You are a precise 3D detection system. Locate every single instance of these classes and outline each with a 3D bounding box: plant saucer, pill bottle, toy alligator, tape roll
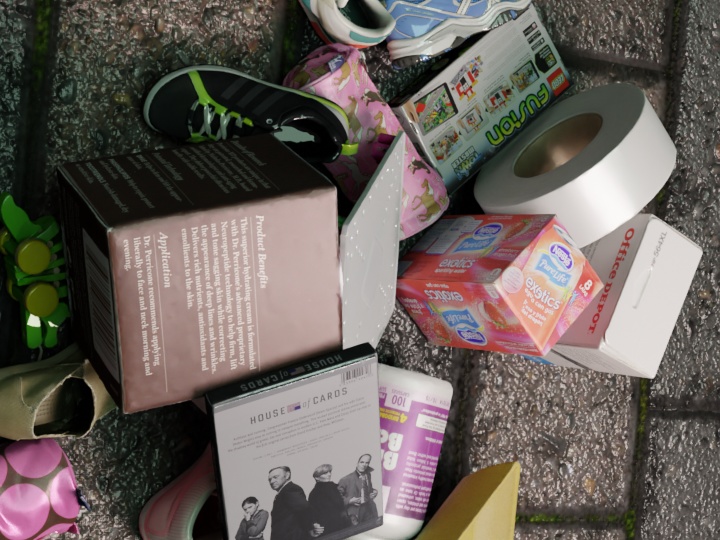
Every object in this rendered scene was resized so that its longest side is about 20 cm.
[{"bbox_3d":[0.084,0.303,1.607,0.200,0.048,0.201,-46,151,-33],"label":"plant saucer"},{"bbox_3d":[0.017,0.195,1.578,0.111,0.112,0.202,16,84,-31],"label":"pill bottle"},{"bbox_3d":[-0.275,0.022,1.415,0.054,0.059,0.202,-18,114,-25],"label":"toy alligator"},{"bbox_3d":[0.215,-0.102,1.633,0.202,0.202,0.071,-46,113,-21],"label":"tape roll"}]

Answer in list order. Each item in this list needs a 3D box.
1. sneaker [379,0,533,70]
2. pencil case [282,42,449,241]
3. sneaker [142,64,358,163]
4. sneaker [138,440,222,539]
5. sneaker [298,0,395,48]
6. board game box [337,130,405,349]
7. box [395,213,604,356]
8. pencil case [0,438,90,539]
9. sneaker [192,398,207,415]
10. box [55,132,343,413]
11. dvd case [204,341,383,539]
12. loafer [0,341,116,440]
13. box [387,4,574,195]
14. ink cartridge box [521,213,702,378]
[{"bbox_3d":[0.100,-0.270,1.617,0.199,0.075,0.078,-31,102,-36],"label":"sneaker"},{"bbox_3d":[0.006,-0.122,1.572,0.201,0.086,0.083,56,36,-22],"label":"pencil case"},{"bbox_3d":[-0.099,-0.137,1.468,0.198,0.083,0.072,6,115,-7],"label":"sneaker"},{"bbox_3d":[-0.111,0.190,1.504,0.200,0.104,0.076,-45,112,-23],"label":"sneaker"},{"bbox_3d":[-0.042,-0.286,1.524,0.200,0.093,0.071,45,71,-26],"label":"sneaker"},{"bbox_3d":[0.000,0.000,1.483,0.200,0.026,0.202,-60,157,-56],"label":"board game box"},{"bbox_3d":[0.128,0.011,1.584,0.103,0.199,0.095,-46,112,-22],"label":"box"},{"bbox_3d":[-0.337,0.210,1.376,0.198,0.091,0.095,-16,108,-28],"label":"pencil case"},{"bbox_3d":[-0.070,0.101,1.493,0.200,0.081,0.146,42,48,14],"label":"sneaker"},{"bbox_3d":[-0.135,-0.003,1.358,0.198,0.164,0.168,-11,114,-22],"label":"box"},{"bbox_3d":[-0.052,0.164,1.380,0.149,0.025,0.202,-16,128,-18],"label":"dvd case"},{"bbox_3d":[-0.247,0.109,1.404,0.199,0.067,0.077,-22,130,-50],"label":"loafer"},{"bbox_3d":[0.125,-0.180,1.668,0.200,0.035,0.111,-41,112,-23],"label":"box"},{"bbox_3d":[0.235,0.023,1.651,0.084,0.199,0.147,29,78,-29],"label":"ink cartridge box"}]
